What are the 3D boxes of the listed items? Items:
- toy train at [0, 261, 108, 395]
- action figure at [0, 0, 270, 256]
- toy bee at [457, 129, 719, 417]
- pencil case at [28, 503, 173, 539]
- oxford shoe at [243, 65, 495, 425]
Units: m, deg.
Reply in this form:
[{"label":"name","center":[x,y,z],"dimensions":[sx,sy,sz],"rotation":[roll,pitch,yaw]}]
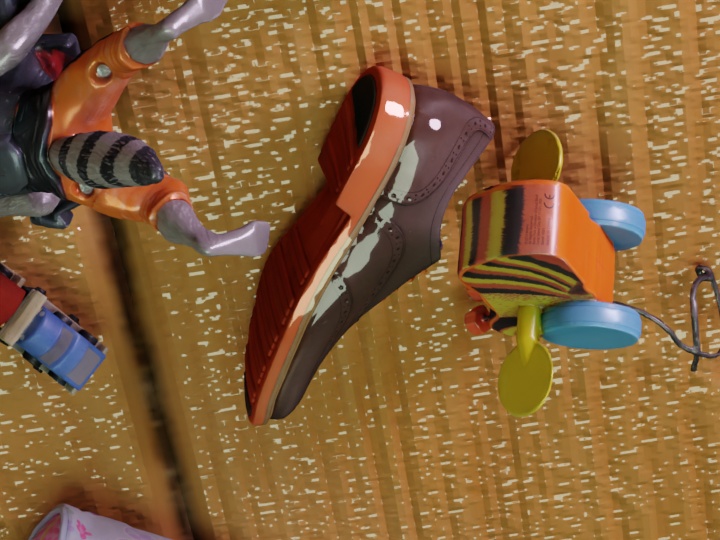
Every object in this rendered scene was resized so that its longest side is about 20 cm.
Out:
[{"label":"toy train","center":[-0.182,0.003,0.990],"dimensions":[0.034,0.046,0.200],"rotation":[-54,136,-8]},{"label":"action figure","center":[-0.147,-0.083,0.915],"dimensions":[0.193,0.105,0.200],"rotation":[1,125,30]},{"label":"toy bee","center":[0.087,0.014,1.009],"dimensions":[0.109,0.131,0.200],"rotation":[-6,140,30]},{"label":"pencil case","center":[-0.092,0.196,1.131],"dimensions":[0.200,0.091,0.083],"rotation":[24,120,-18]},{"label":"oxford shoe","center":[0.000,0.000,1.015],"dimensions":[0.072,0.071,0.200],"rotation":[16,122,-20]}]
